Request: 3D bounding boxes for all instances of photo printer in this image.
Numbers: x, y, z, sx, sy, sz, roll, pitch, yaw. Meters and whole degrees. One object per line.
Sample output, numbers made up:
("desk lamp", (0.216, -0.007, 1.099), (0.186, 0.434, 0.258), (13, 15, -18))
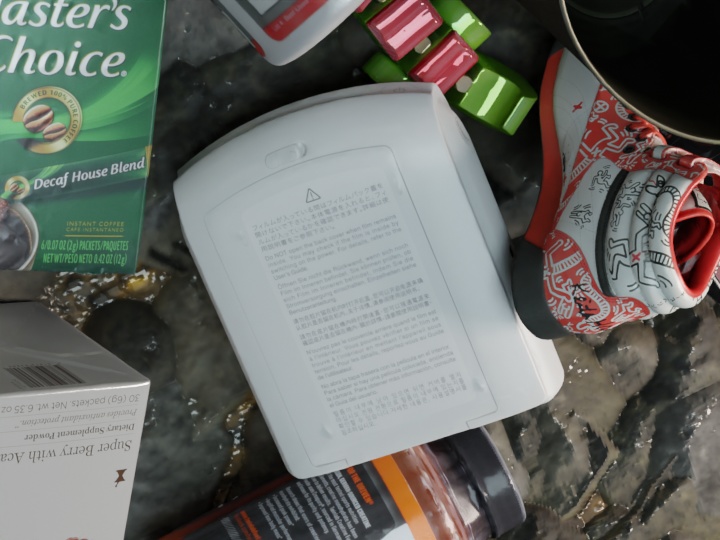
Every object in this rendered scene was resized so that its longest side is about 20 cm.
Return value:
("photo printer", (0.000, 0.000, 1.620), (0.166, 0.069, 0.200), (-19, 111, 13))

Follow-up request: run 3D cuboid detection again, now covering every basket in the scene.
("basket", (0.140, -0.168, 1.555), (0.180, 0.200, 0.136), (35, 96, -28))

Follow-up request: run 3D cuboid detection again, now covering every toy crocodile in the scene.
("toy crocodile", (0.015, -0.142, 1.600), (0.068, 0.062, 0.200), (-45, 117, 2))

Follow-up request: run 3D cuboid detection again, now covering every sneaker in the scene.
("sneaker", (0.150, -0.057, 1.595), (0.108, 0.202, 0.067), (-11, 141, 32))

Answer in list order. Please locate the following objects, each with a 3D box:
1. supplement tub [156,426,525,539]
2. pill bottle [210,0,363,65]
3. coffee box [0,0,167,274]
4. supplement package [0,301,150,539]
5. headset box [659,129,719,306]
("supplement tub", (-0.010, 0.155, 1.683), (0.200, 0.107, 0.107), (-27, 117, -7))
("pill bottle", (-0.068, -0.210, 1.492), (0.114, 0.114, 0.200), (-43, 98, 1))
("coffee box", (-0.168, -0.098, 1.564), (0.123, 0.044, 0.200), (2, 110, -20))
("supplement package", (-0.204, 0.132, 1.585), (0.121, 0.120, 0.200), (-4, 114, -38))
("headset box", (0.231, -0.062, 1.655), (0.200, 0.149, 0.075), (-39, 124, -2))
